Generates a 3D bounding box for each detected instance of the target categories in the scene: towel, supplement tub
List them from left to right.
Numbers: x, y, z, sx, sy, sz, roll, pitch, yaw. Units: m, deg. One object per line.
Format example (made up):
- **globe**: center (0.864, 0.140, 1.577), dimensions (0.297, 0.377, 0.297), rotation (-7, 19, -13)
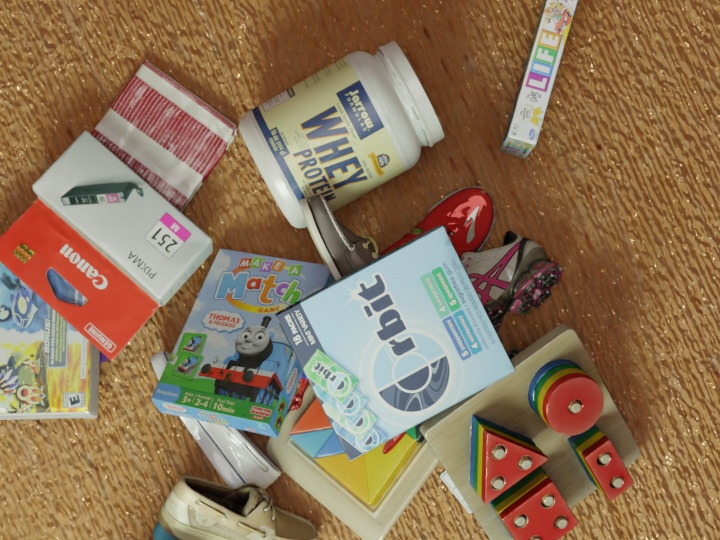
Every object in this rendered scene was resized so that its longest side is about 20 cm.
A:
- **towel**: center (-0.253, -0.125, 1.616), dimensions (0.143, 0.023, 0.201), rotation (35, 88, 5)
- **supplement tub**: center (-0.021, -0.154, 1.545), dimensions (0.198, 0.145, 0.146), rotation (-29, 87, 1)

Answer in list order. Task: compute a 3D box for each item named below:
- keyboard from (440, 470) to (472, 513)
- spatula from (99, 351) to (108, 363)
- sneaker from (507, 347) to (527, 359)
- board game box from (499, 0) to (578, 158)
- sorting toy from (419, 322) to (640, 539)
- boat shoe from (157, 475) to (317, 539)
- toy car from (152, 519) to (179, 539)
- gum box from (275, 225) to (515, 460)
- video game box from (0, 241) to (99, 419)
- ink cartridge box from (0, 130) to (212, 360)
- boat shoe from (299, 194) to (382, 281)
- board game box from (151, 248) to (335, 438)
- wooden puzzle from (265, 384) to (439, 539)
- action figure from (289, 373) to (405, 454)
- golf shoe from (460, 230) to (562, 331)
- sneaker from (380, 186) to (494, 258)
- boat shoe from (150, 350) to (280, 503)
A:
- **keyboard**: center (0.184, 0.194, 1.593), dimensions (0.200, 0.011, 0.056), rotation (-41, 87, 0)
- **spatula**: center (-0.372, 0.119, 1.612), dimensions (0.199, 0.021, 0.057), rotation (-32, 79, 3)
- **sneaker**: center (0.144, 0.099, 1.568), dimensions (0.198, 0.075, 0.116), rotation (-28, 85, 2)
- **board game box**: center (0.203, -0.233, 1.544), dimensions (0.034, 0.134, 0.203), rotation (16, 88, 3)
- **sorting toy**: center (0.199, 0.198, 1.512), dimensions (0.199, 0.070, 0.200), rotation (-35, 116, -4)
- **boat shoe**: center (-0.124, 0.274, 1.532), dimensions (0.198, 0.071, 0.065), rotation (17, 112, -33)
- **toy car**: center (-0.173, 0.402, 1.532), dimensions (0.198, 0.177, 0.186), rotation (27, 100, -10)
- **gum box**: center (0.036, 0.075, 1.448), dimensions (0.198, 0.045, 0.171), rotation (-28, 93, -3)
- **video game box**: center (-0.391, 0.069, 1.586), dimensions (0.180, 0.047, 0.203), rotation (-3, 76, 4)
- **ink cartridge box**: center (-0.295, -0.029, 1.564), dimensions (0.199, 0.044, 0.174), rotation (40, 76, 6)
- **boat shoe**: center (0.000, 0.000, 1.499), dimensions (0.059, 0.072, 0.202), rotation (-27, 104, 4)
- **board game box**: center (-0.125, 0.076, 1.531), dimensions (0.149, 0.037, 0.202), rotation (8, 59, 24)
- **wooden puzzle**: center (0.006, 0.177, 1.555), dimensions (0.184, 0.037, 0.201), rotation (36, 92, 27)
- **action figure**: center (-0.052, 0.137, 1.537), dimensions (0.099, 0.065, 0.200), rotation (-40, 62, -7)
- **golf shoe**: center (0.130, 0.027, 1.547), dimensions (0.199, 0.073, 0.092), rotation (-31, 61, -31)
- **sneaker**: center (0.075, -0.018, 1.567), dimensions (0.200, 0.085, 0.077), rotation (-41, 88, 1)
- **boat shoe**: center (-0.165, 0.168, 1.584), dimensions (0.065, 0.074, 0.201), rotation (-34, 97, -3)
